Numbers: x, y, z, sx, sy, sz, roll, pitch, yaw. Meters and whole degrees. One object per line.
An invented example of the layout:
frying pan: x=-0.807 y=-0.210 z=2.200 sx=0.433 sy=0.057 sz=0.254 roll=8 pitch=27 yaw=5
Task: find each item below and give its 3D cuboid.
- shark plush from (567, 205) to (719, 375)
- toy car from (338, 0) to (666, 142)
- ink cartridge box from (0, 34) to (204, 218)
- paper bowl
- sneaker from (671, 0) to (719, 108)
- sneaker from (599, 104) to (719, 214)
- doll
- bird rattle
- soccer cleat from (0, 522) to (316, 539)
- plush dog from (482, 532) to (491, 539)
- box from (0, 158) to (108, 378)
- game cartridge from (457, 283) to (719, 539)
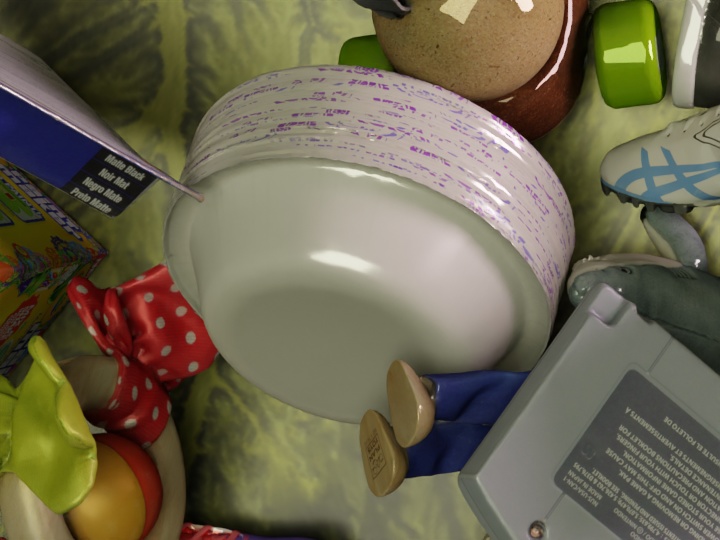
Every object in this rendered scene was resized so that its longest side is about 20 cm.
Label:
shark plush: x=0.190 y=0.051 z=1.382 sx=0.200 sy=0.083 sz=0.091 roll=37 pitch=94 yaw=-4
toy car: x=0.052 y=-0.144 z=1.338 sx=0.164 sy=0.200 sz=0.159 roll=-7 pitch=86 yaw=13
ink cartridge box: x=-0.196 y=-0.094 z=1.318 sx=0.041 sy=0.199 sz=0.200 roll=-57 pitch=39 yaw=5
paper bowl: x=0.000 y=0.000 z=1.359 sx=0.200 sy=0.201 sz=0.105 roll=9 pitch=53 yaw=12
sneaker: x=0.220 y=-0.172 z=1.373 sx=0.099 sy=0.071 sz=0.201 roll=11 pitch=102 yaw=10
sneaker: x=0.195 y=-0.068 z=1.350 sx=0.200 sy=0.072 sz=0.073 roll=-8 pitch=95 yaw=50
doll: x=0.101 y=0.077 z=1.341 sx=0.137 sy=0.199 sz=0.049 roll=116 pitch=145 yaw=-45
bird rattle: x=-0.142 y=0.090 z=1.412 sx=0.112 sy=0.200 sz=0.164 roll=-7 pitch=102 yaw=25
soccer cleat: x=-0.111 y=0.161 z=1.473 sx=0.199 sy=0.068 sz=0.074 roll=-14 pitch=87 yaw=16
plush dog: x=0.133 y=0.182 z=1.399 sx=0.200 sy=0.161 sz=0.172 roll=-32 pitch=71 yaw=-15
box: x=-0.263 y=0.031 z=1.430 sx=0.122 sy=0.193 sz=0.200 roll=41 pitch=102 yaw=7
game cartridge: x=0.146 y=0.118 z=1.282 sx=0.200 sy=0.041 sz=0.133 roll=40 pitch=74 yaw=-13
